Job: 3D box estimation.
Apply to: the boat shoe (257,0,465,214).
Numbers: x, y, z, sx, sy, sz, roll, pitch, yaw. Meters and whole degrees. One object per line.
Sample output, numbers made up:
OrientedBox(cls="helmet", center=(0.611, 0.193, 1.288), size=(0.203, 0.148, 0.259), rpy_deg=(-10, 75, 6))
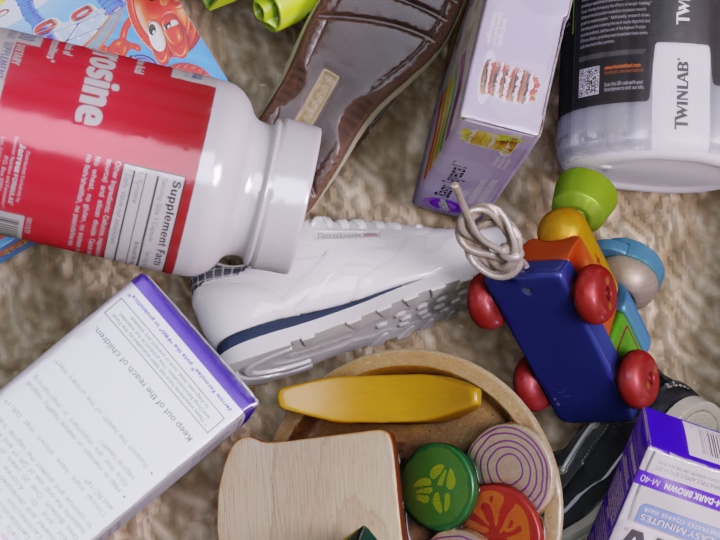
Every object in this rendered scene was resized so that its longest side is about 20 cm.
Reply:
OrientedBox(cls="boat shoe", center=(-0.008, -0.118, 1.498), size=(0.075, 0.075, 0.202), rpy_deg=(39, 92, 0))

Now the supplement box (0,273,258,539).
OrientedBox(cls="supplement box", center=(-0.168, 0.107, 1.439), size=(0.200, 0.101, 0.103), rpy_deg=(-41, 88, -12))

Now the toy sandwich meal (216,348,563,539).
OrientedBox(cls="toy sandwich meal", center=(0.013, 0.136, 1.443), size=(0.205, 0.070, 0.205), rpy_deg=(-2, 85, 19))

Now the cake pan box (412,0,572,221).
OrientedBox(cls="cake pan box", center=(0.085, -0.146, 1.463), size=(0.052, 0.184, 0.200), rpy_deg=(15, 76, -6))

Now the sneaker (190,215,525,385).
OrientedBox(cls="sneaker", center=(0.000, 0.000, 1.495), size=(0.200, 0.076, 0.081), rpy_deg=(-16, 69, -12))

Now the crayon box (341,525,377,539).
OrientedBox(cls="crayon box", center=(-0.025, 0.269, 1.406), size=(0.200, 0.058, 0.173), rpy_deg=(-37, 95, 12))

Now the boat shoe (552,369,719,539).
OrientedBox(cls="boat shoe", center=(0.126, 0.141, 1.498), size=(0.200, 0.072, 0.068), rpy_deg=(-47, 51, -5))

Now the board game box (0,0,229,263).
OrientedBox(cls="board game box", center=(-0.203, -0.124, 1.494), size=(0.200, 0.056, 0.196), rpy_deg=(-31, 86, -11))

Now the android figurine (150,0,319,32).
OrientedBox(cls="android figurine", center=(-0.062, -0.232, 1.509), size=(0.200, 0.041, 0.182), rpy_deg=(-24, 84, -29))

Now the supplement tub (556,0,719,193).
OrientedBox(cls="supplement tub", center=(0.180, -0.153, 1.512), size=(0.122, 0.123, 0.200), rpy_deg=(4, 81, -7))

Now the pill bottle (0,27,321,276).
OrientedBox(cls="pill bottle", center=(-0.128, -0.060, 1.407), size=(0.200, 0.112, 0.112), rpy_deg=(13, 80, -5))

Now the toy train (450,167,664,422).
OrientedBox(cls="toy train", center=(0.114, -0.016, 1.454), size=(0.200, 0.085, 0.116), rpy_deg=(60, 40, -35))

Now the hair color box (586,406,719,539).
OrientedBox(cls="hair color box", center=(0.175, 0.190, 1.444), size=(0.109, 0.065, 0.200), rpy_deg=(18, 111, -4))
